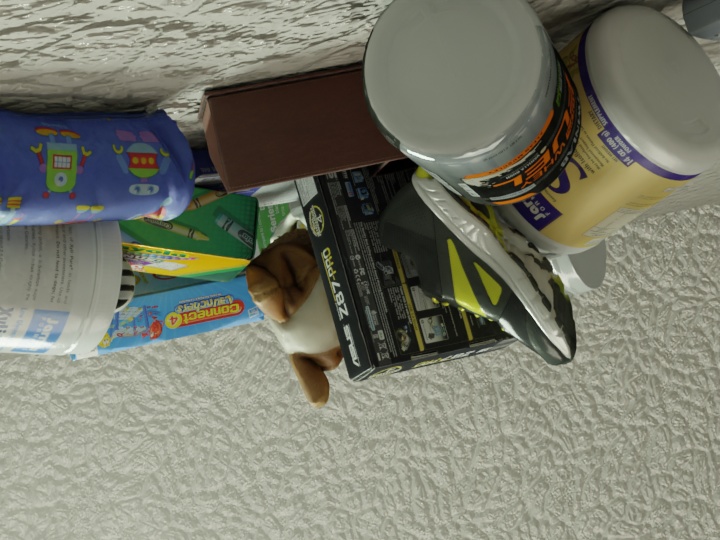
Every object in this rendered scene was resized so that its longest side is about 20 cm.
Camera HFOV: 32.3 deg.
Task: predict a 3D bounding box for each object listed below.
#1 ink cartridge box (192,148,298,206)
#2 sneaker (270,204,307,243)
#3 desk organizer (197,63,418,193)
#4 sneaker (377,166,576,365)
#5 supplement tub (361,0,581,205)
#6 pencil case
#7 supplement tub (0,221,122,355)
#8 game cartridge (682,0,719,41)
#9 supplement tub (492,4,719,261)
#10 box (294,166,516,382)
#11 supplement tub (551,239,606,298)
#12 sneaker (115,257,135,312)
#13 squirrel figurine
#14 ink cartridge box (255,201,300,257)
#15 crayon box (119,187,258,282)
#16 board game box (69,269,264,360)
[{"bbox_3d":[-0.099,-0.094,1.177,0.195,0.048,0.199,-9,173,-29],"label":"ink cartridge box"},{"bbox_3d":[-0.017,-0.051,1.270,0.080,0.077,0.199,-25,176,-38],"label":"sneaker"},{"bbox_3d":[-0.022,-0.111,0.976,0.197,0.078,0.072,-12,175,-12],"label":"desk organizer"},{"bbox_3d":[0.094,0.003,0.995,0.084,0.200,0.075,-37,-171,25],"label":"sneaker"},{"bbox_3d":[0.084,-0.114,0.851,0.121,0.125,0.200,-14,169,17],"label":"supplement tub"},{"bbox_3d":[-0.207,-0.075,0.875,0.077,0.088,0.198,15,-165,42],"label":"pencil case"},{"bbox_3d":[-0.290,-0.007,0.915,0.198,0.134,0.131,7,164,-36],"label":"supplement tub"},{"bbox_3d":[0.355,-0.222,0.997,0.198,0.042,0.132,-10,178,-38],"label":"game cartridge"},{"bbox_3d":[0.184,-0.103,1.014,0.144,0.147,0.200,-9,159,-40],"label":"supplement tub"},{"bbox_3d":[0.039,-0.021,1.045,0.159,0.203,0.049,-10,166,-30],"label":"box"},{"bbox_3d":[0.140,-0.020,1.290,0.198,0.148,0.144,-15,175,31],"label":"supplement tub"},{"bbox_3d":[-0.292,0.019,1.088,0.196,0.076,0.116,5,171,-3],"label":"sneaker"},{"bbox_3d":[0.000,0.000,1.155,0.185,0.143,0.200,-26,-156,2],"label":"squirrel figurine"},{"bbox_3d":[-0.159,-0.031,1.478,0.197,0.086,0.146,-14,175,7],"label":"ink cartridge box"},{"bbox_3d":[-0.198,-0.039,1.097,0.197,0.059,0.119,8,168,-15],"label":"crayon box"},{"bbox_3d":[-0.220,0.002,1.267,0.193,0.057,0.200,-11,-151,-19],"label":"board game box"}]
